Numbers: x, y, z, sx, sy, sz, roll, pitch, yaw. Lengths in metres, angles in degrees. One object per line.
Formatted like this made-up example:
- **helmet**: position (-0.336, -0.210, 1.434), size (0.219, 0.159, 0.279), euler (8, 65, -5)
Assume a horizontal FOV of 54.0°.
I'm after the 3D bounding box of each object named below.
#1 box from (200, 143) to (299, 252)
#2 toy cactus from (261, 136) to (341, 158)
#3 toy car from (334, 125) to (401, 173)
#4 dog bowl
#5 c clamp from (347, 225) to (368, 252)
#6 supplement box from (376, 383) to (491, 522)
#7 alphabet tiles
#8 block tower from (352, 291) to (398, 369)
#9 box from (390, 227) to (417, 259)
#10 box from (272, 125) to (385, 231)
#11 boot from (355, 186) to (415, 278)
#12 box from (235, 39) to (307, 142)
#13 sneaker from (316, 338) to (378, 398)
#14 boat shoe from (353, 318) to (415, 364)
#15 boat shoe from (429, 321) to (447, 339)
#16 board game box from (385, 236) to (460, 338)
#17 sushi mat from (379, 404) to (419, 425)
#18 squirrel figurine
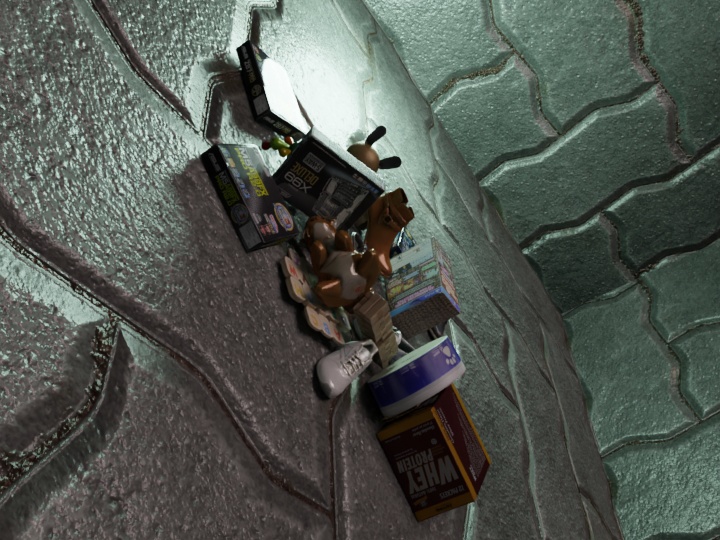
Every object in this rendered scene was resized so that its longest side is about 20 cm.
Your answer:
- **box**: position (-0.206, -0.143, 1.346), size (0.203, 0.044, 0.160), euler (64, 22, 1)
- **toy cactus**: position (-0.109, -0.228, 1.529), size (0.200, 0.163, 0.103), euler (47, 46, -23)
- **toy car**: position (0.000, -0.268, 1.753), size (0.166, 0.198, 0.158), euler (61, 22, -5)
- **dog bowl**: position (0.115, 0.218, 1.462), size (0.080, 0.198, 0.200), euler (61, 21, 4)
- **c clamp**: position (0.000, 0.000, 1.646), size (0.171, 0.027, 0.204), euler (36, 45, -62)
- **supplement box**: position (0.159, 0.371, 1.477), size (0.200, 0.131, 0.200), euler (64, 21, 1)
- **alphabet tiles**: position (-0.087, 0.049, 1.410), size (0.199, 0.014, 0.198), euler (38, 25, -48)
- **block tower**: position (0.034, 0.123, 1.453), size (0.054, 0.058, 0.202), euler (36, -24, 30)
- **box**: position (0.149, -0.014, 2.015), size (0.202, 0.045, 0.160), euler (56, 22, -17)
- **box**: position (-0.071, -0.182, 1.487), size (0.198, 0.158, 0.050), euler (34, 30, -23)
- **boot**: position (0.079, -0.098, 1.800), size (0.076, 0.153, 0.204), euler (16, 51, -62)
- **box**: position (-0.208, -0.415, 1.651), size (0.161, 0.048, 0.203), euler (26, 42, -62)
- **sneaker**: position (-0.025, 0.176, 1.354), size (0.071, 0.079, 0.200), euler (61, 23, -7)
- **boat shoe**: position (0.062, 0.152, 1.594), size (0.200, 0.066, 0.075), euler (42, 29, -43)
- **boat shoe**: position (0.225, 0.117, 2.015), size (0.073, 0.062, 0.202), euler (50, 25, -29)
- **board game box**: position (0.154, 0.042, 1.808), size (0.097, 0.157, 0.203), euler (45, 28, -37)
- **sushi mat**: position (0.109, 0.279, 1.519), size (0.012, 0.095, 0.200), euler (62, 21, 3)
- **squirrel figurine**: position (-0.050, -0.015, 1.442), size (0.187, 0.141, 0.201), euler (50, -4, 34)
